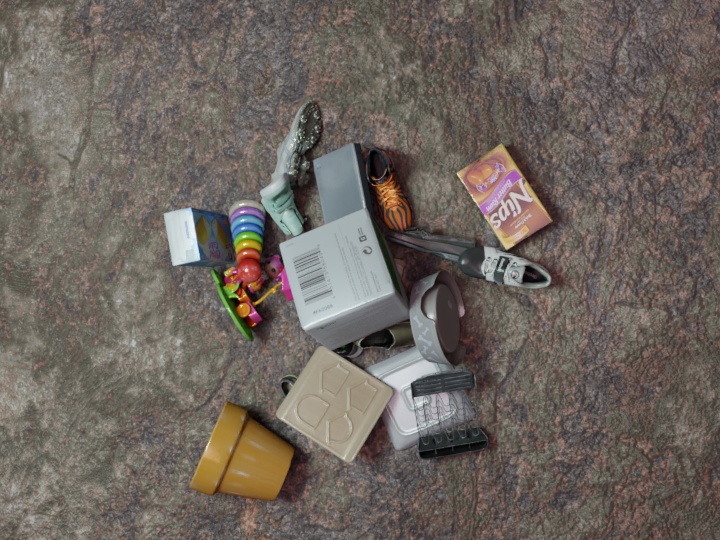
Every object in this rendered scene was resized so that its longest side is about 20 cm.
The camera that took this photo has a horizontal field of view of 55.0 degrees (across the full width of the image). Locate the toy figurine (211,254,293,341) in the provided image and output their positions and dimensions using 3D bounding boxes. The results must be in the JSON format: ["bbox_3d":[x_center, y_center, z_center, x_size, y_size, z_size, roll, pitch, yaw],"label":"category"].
[{"bbox_3d":[-0.218,0.031,1.570,0.184,0.150,0.200,-31,59,-4],"label":"toy figurine"}]

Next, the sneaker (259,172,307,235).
[{"bbox_3d":[-0.158,-0.139,1.512,0.074,0.200,0.118,-39,90,-10],"label":"sneaker"}]

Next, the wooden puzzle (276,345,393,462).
[{"bbox_3d":[-0.055,0.291,1.513,0.200,0.046,0.185,29,74,13],"label":"wooden puzzle"}]

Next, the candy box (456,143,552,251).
[{"bbox_3d":[0.308,-0.156,1.484,0.117,0.056,0.200,-33,85,9],"label":"candy box"}]

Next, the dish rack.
[{"bbox_3d":[0.183,0.300,1.459,0.153,0.055,0.200,-11,119,0],"label":"dish rack"}]

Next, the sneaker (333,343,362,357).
[{"bbox_3d":[-0.066,0.108,1.538,0.074,0.087,0.200,-32,84,13],"label":"sneaker"}]

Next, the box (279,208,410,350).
[{"bbox_3d":[-0.027,0.023,1.404,0.200,0.171,0.199,-22,65,7],"label":"box"}]

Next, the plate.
[{"bbox_3d":[0.125,0.275,1.531,0.199,0.032,0.200,-26,86,9],"label":"plate"}]

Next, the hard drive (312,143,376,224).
[{"bbox_3d":[-0.035,-0.164,1.529,0.139,0.033,0.201,-14,87,46],"label":"hard drive"}]

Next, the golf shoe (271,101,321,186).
[{"bbox_3d":[-0.154,-0.289,1.567,0.097,0.078,0.201,5,74,39],"label":"golf shoe"}]

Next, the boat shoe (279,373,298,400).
[{"bbox_3d":[-0.114,0.319,1.559,0.072,0.066,0.201,-45,82,8],"label":"boat shoe"}]

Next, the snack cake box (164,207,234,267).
[{"bbox_3d":[-0.354,-0.069,1.539,0.067,0.200,0.115,-12,88,10],"label":"snack cake box"}]

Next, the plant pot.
[{"bbox_3d":[-0.253,0.418,1.534,0.183,0.200,0.201,23,94,-5],"label":"plant pot"}]

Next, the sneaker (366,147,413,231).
[{"bbox_3d":[0.053,-0.173,1.504,0.077,0.112,0.200,-22,87,11],"label":"sneaker"}]

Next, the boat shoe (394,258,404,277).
[{"bbox_3d":[0.000,0.000,1.544,0.199,0.072,0.065,1,54,22],"label":"boat shoe"}]

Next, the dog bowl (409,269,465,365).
[{"bbox_3d":[0.162,0.102,1.447,0.059,0.200,0.201,-10,88,25],"label":"dog bowl"}]

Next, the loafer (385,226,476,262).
[{"bbox_3d":[0.155,-0.065,1.502,0.199,0.072,0.063,17,92,-3],"label":"loafer"}]

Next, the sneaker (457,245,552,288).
[{"bbox_3d":[0.305,-0.005,1.445,0.199,0.089,0.074,10,95,-2],"label":"sneaker"}]

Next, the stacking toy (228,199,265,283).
[{"bbox_3d":[-0.249,-0.060,1.530,0.085,0.085,0.200,-16,51,11],"label":"stacking toy"}]

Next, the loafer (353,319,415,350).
[{"bbox_3d":[0.072,0.143,1.492,0.199,0.070,0.075,-5,121,-11],"label":"loafer"}]
